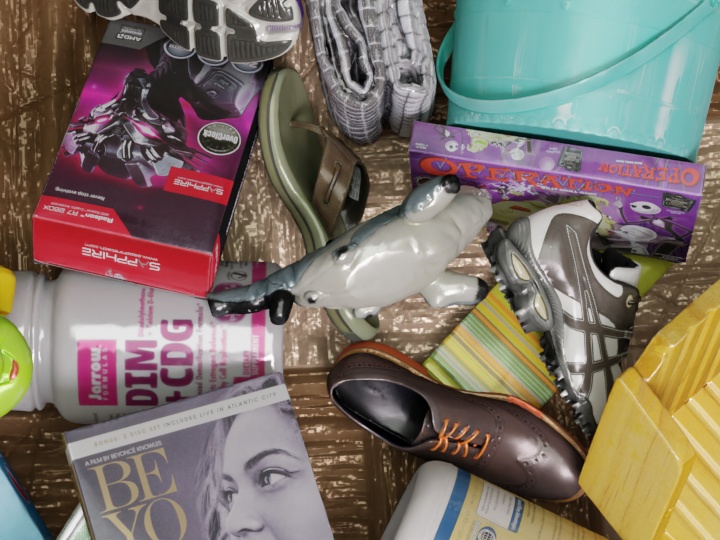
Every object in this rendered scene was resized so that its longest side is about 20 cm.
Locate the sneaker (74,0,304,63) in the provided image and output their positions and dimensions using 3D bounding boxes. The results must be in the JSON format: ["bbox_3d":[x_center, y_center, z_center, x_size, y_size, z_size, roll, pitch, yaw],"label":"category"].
[{"bbox_3d":[-0.115,-0.208,1.317,0.199,0.081,0.083,24,37,30],"label":"sneaker"}]

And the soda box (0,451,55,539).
[{"bbox_3d":[-0.285,0.136,1.303,0.068,0.064,0.201,-32,85,-7],"label":"soda box"}]

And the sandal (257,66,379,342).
[{"bbox_3d":[-0.017,-0.051,1.331,0.057,0.080,0.202,-20,93,21],"label":"sandal"}]

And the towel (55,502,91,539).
[{"bbox_3d":[-0.120,0.239,1.189,0.199,0.031,0.150,33,84,2],"label":"towel"}]

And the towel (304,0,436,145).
[{"bbox_3d":[-0.003,-0.196,1.311,0.085,0.166,0.201,-11,83,1],"label":"towel"}]

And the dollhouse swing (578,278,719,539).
[{"bbox_3d":[0.281,0.115,1.260,0.200,0.182,0.176,-36,64,-29],"label":"dollhouse swing"}]

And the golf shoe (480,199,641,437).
[{"bbox_3d":[0.164,0.041,1.296,0.094,0.078,0.200,-29,119,2],"label":"golf shoe"}]

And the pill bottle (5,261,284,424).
[{"bbox_3d":[-0.152,0.050,1.296,0.199,0.113,0.114,0,83,-3],"label":"pill bottle"}]

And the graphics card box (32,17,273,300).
[{"bbox_3d":[-0.139,-0.081,1.296,0.125,0.051,0.201,12,50,3],"label":"graphics card box"}]

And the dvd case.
[{"bbox_3d":[-0.090,0.177,1.184,0.148,0.016,0.201,-14,76,-17],"label":"dvd case"}]

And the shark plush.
[{"bbox_3d":[0.000,0.000,1.251,0.199,0.083,0.091,-30,116,-1],"label":"shark plush"}]

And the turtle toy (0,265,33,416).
[{"bbox_3d":[-0.280,0.059,1.200,0.199,0.101,0.147,1,80,34],"label":"turtle toy"}]

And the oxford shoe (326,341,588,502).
[{"bbox_3d":[0.066,0.117,1.310,0.199,0.073,0.072,21,105,5],"label":"oxford shoe"}]

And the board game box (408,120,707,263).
[{"bbox_3d":[0.134,-0.053,1.305,0.199,0.120,0.032,9,65,8],"label":"board game box"}]

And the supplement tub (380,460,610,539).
[{"bbox_3d":[0.104,0.231,1.270,0.199,0.145,0.145,25,82,1],"label":"supplement tub"}]

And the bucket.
[{"bbox_3d":[0.153,-0.150,1.299,0.206,0.207,0.136,9,87,-2],"label":"bucket"}]

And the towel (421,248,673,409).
[{"bbox_3d":[0.140,0.027,1.365,0.086,0.018,0.200,44,82,-2],"label":"towel"}]
